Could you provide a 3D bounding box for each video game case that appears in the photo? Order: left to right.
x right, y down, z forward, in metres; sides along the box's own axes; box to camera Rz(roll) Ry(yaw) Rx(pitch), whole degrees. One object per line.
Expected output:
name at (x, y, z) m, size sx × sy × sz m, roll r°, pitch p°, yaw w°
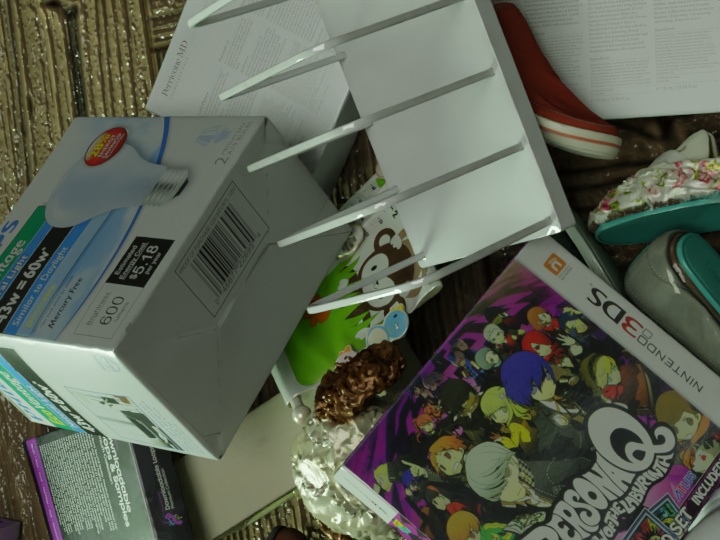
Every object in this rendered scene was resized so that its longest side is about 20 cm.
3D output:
video game case at (0.115, 0.104, 0.865) m, size 0.181 × 0.036 × 0.200 m, roll 40°, pitch 69°, yaw 5°

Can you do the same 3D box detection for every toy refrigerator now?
toy refrigerator at (-0.045, 0.126, 1.057) m, size 0.200 × 0.076 × 0.070 m, roll -35°, pitch 79°, yaw 23°

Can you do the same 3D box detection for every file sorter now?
file sorter at (0.006, -0.087, 0.861) m, size 0.139 × 0.124 × 0.201 m, roll -15°, pitch 99°, yaw 55°

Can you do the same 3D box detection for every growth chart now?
growth chart at (0.000, 0.000, 1.006) m, size 0.200 × 0.018 × 0.145 m, roll -47°, pitch 45°, yaw 7°

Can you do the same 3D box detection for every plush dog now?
plush dog at (0.040, 0.134, 0.933) m, size 0.171 × 0.161 × 0.201 m, roll 12°, pitch 126°, yaw 3°

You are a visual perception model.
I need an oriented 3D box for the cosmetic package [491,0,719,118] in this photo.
cosmetic package at (0.153, -0.173, 0.946) m, size 0.199 × 0.052 × 0.152 m, roll 0°, pitch 96°, yaw 26°

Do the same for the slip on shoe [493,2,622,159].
slip on shoe at (0.084, -0.135, 0.910) m, size 0.200 × 0.074 × 0.061 m, roll 41°, pitch 108°, yaw 22°

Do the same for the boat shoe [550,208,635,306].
boat shoe at (0.159, 0.041, 0.954) m, size 0.060 × 0.076 × 0.200 m, roll -35°, pitch 78°, yaw 17°

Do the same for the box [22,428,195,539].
box at (-0.188, 0.182, 1.102) m, size 0.200 × 0.036 × 0.144 m, roll -22°, pitch 83°, yaw 56°

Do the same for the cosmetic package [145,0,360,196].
cosmetic package at (-0.052, -0.174, 1.052) m, size 0.150 × 0.052 × 0.201 m, roll 30°, pitch 105°, yaw 19°

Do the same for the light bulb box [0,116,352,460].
light bulb box at (-0.149, 0.004, 0.997) m, size 0.199 × 0.125 × 0.199 m, roll 4°, pitch 53°, yaw 40°

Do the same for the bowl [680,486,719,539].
bowl at (0.257, 0.177, 0.875) m, size 0.201 × 0.201 × 0.091 m, roll -33°, pitch 49°, yaw 24°

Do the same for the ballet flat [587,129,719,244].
ballet flat at (0.240, -0.060, 0.918) m, size 0.199 × 0.076 × 0.064 m, roll -8°, pitch 70°, yaw 19°

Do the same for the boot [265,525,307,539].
boot at (0.033, 0.261, 1.034) m, size 0.199 × 0.068 × 0.189 m, roll -13°, pitch 88°, yaw 25°

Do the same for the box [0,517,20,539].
box at (-0.395, 0.287, 1.223) m, size 0.199 × 0.097 × 0.177 m, roll 7°, pitch 96°, yaw 24°

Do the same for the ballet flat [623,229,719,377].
ballet flat at (0.244, 0.061, 0.919) m, size 0.200 × 0.067 × 0.064 m, roll 48°, pitch 132°, yaw 3°
